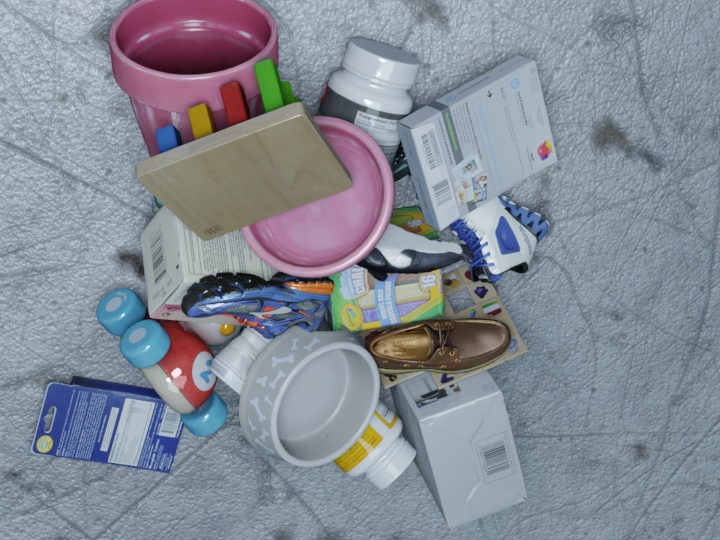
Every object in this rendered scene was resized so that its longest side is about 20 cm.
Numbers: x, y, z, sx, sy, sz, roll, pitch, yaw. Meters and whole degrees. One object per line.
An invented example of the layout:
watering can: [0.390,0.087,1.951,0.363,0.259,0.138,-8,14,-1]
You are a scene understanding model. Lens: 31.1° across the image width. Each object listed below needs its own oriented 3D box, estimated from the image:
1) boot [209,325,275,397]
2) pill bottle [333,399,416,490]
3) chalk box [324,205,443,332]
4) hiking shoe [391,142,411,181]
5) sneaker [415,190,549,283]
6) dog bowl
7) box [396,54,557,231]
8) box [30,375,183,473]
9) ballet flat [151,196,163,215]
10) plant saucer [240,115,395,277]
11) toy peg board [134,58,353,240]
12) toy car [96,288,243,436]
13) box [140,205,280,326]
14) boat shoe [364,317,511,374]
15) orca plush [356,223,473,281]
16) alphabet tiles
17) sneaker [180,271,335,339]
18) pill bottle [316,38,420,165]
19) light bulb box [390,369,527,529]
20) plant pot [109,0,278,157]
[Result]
boot: [-0.117,0.138,1.705,0.096,0.074,0.200,-49,148,-8]
pill bottle: [-0.018,0.213,1.821,0.200,0.109,0.109,45,100,-2]
chalk box: [0.000,0.000,1.750,0.200,0.124,0.124,-8,117,-11]
hiking shoe: [0.124,-0.163,1.728,0.200,0.074,0.087,-30,118,2]
sneaker: [0.166,-0.048,1.764,0.199,0.081,0.115,25,69,-23]
dog bowl: [-0.059,0.165,1.677,0.200,0.059,0.200,-18,120,-35]
box: [0.154,-0.166,1.675,0.200,0.041,0.156,-31,124,-17]
box: [-0.352,0.215,1.820,0.200,0.032,0.121,12,112,-20]
ballet flat: [-0.174,-0.088,1.706,0.200,0.074,0.074,-4,116,-10]
plant saucer: [-0.053,-0.088,1.589,0.200,0.051,0.201,-3,79,15]
toy peg board: [-0.137,-0.142,1.494,0.199,0.098,0.200,-19,156,9]
toy car: [-0.209,0.078,1.722,0.200,0.177,0.184,-39,129,-7]
box: [-0.165,-0.008,1.654,0.200,0.128,0.109,7,148,-32]
boat shoe: [0.104,0.101,1.733,0.200,0.068,0.072,-7,77,3]
orca plush: [0.040,-0.022,1.659,0.200,0.105,0.071,1,134,-19]
alphabet tiles: [0.107,0.086,1.799,0.200,0.167,0.008,-23,146,-4]
sneaker: [-0.120,0.047,1.557,0.200,0.075,0.078,-1,104,-30]
pill bottle: [-0.001,-0.189,1.663,0.114,0.114,0.200,12,111,-19]
light bulb box: [0.131,0.219,1.845,0.125,0.200,0.198,-19,119,-6]
plant pot: [-0.198,-0.215,1.569,0.200,0.200,0.179,-7,132,-11]
